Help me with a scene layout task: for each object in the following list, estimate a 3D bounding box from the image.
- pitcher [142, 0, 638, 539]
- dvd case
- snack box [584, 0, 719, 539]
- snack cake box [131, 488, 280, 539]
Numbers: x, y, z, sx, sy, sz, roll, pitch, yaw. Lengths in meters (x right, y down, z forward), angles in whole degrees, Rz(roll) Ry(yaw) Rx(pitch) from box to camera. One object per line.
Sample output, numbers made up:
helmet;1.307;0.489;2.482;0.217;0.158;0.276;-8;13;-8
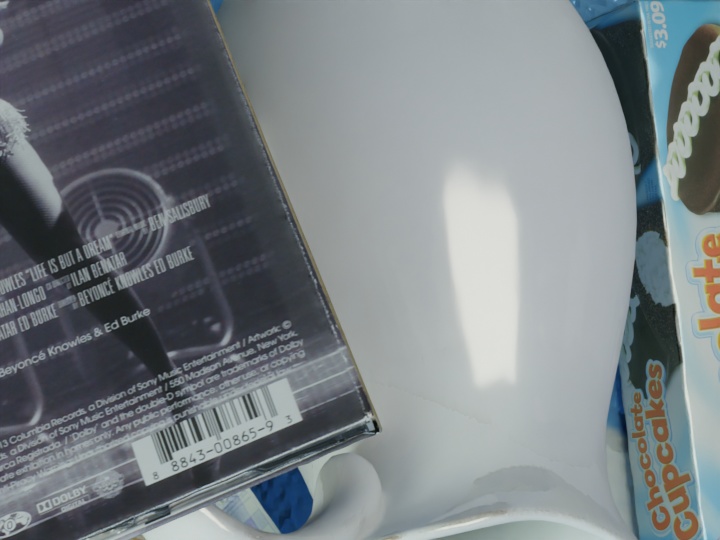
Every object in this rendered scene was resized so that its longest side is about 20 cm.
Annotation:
pitcher;0.000;0.000;0.717;0.171;0.121;0.201;20;49;-41
dvd case;-0.098;-0.021;0.652;0.148;0.016;0.201;-23;65;0
snack box;0.134;0.017;0.866;0.116;0.037;0.201;-3;83;-30
snack cake box;-0.080;0.092;0.712;0.115;0.067;0.201;-39;101;-27
